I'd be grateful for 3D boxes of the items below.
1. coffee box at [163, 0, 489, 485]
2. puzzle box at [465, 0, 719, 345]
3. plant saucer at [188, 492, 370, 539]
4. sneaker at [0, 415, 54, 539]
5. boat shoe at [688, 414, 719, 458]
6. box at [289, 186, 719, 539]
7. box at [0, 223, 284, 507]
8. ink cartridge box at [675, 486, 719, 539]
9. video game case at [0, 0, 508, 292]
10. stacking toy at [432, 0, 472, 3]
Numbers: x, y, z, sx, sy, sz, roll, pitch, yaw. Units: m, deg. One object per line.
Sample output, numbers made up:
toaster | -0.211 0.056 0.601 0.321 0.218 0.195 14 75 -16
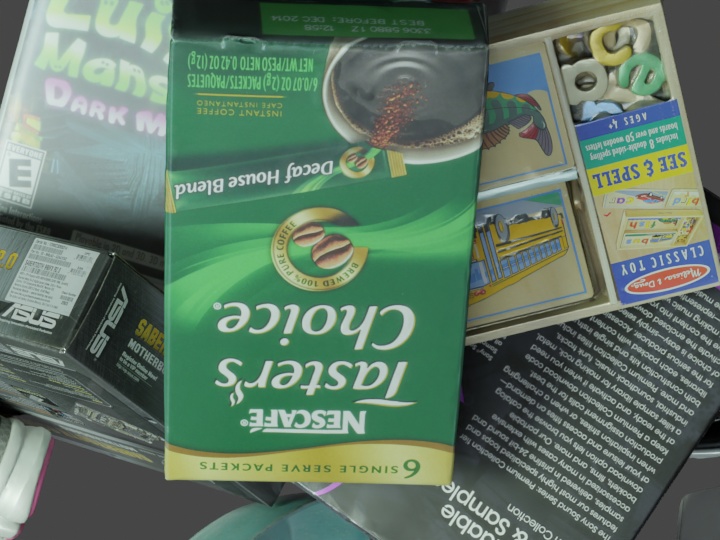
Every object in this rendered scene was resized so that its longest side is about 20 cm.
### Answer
coffee box | -0.016 -0.008 0.960 0.122 0.044 0.201 2 122 -4
puzzle box | 0.035 -0.030 0.989 0.198 0.025 0.134 -14 122 7
plant saucer | -0.072 0.177 1.141 0.036 0.200 0.201 34 126 23
sneaker | -0.217 0.087 1.182 0.087 0.074 0.200 31 160 -22
boat shoe | 0.221 0.042 1.103 0.198 0.069 0.072 -7 118 16
box | 0.077 0.041 1.044 0.143 0.036 0.201 34 89 11
box | -0.140 0.032 1.098 0.199 0.049 0.158 13 161 40
ink cartridge box | 0.247 0.191 1.177 0.147 0.086 0.201 -17 113 20
video game case | -0.052 -0.074 1.079 0.198 0.023 0.183 17 97 2
stacking toy | -0.010 -0.068 1.026 0.115 0.110 0.202 6 109 -11
